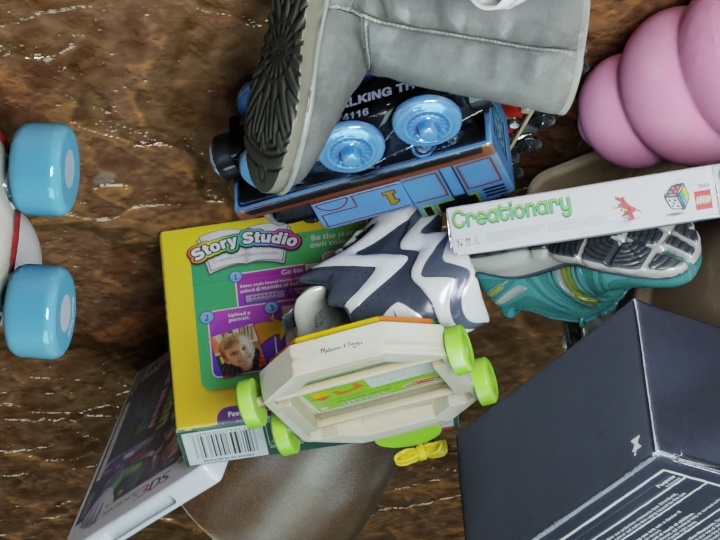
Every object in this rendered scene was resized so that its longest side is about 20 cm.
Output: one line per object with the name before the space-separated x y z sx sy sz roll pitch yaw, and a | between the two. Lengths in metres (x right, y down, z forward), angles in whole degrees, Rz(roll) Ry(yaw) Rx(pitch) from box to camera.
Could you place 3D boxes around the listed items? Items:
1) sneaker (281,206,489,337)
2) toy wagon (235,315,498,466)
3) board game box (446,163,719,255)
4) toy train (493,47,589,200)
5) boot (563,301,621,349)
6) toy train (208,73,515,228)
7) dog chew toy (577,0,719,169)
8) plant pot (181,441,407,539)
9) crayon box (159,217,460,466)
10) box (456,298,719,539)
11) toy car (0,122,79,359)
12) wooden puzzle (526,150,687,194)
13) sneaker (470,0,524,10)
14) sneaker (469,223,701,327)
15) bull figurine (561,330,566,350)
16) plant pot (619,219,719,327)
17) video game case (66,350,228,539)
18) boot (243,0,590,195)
sneaker | 0.000 0.000 1.667 0.129 0.199 0.080 -20 125 -5
toy wagon | 0.012 0.085 1.623 0.155 0.040 0.200 -15 157 12
board game box | 0.172 -0.042 1.567 0.200 0.035 0.126 -9 180 36
toy train | 0.105 -0.103 1.670 0.046 0.034 0.200 6 149 -14
boot | 0.255 0.063 1.789 0.200 0.182 0.073 -9 163 -20
toy train | 0.003 -0.083 1.609 0.200 0.087 0.114 -16 139 13
dog chew toy | 0.226 -0.123 1.582 0.200 0.125 0.124 -22 150 40
plant pot | -0.030 0.103 1.898 0.187 0.187 0.200 13 132 -34
crayon box | -0.038 0.041 1.752 0.200 0.173 0.058 -8 145 1
box | 0.200 0.134 1.593 0.198 0.123 0.200 17 141 -30
toy car | -0.268 -0.025 1.637 0.184 0.177 0.200 2 -178 8
wooden puzzle | 0.243 -0.068 1.779 0.200 0.037 0.185 -26 147 22
sneaker | 0.100 -0.188 1.441 0.200 0.100 0.075 5 148 -25
sneaker | 0.162 -0.003 1.706 0.200 0.078 0.080 -2 126 47
bull figurine | 0.247 0.038 1.891 0.200 0.065 0.121 -23 170 -11
plant pot | 0.299 0.022 1.682 0.200 0.201 0.175 -1 162 -13
video game case | -0.141 0.116 1.854 0.023 0.200 0.182 40 132 -20
boot | 0.038 -0.121 1.504 0.200 0.182 0.073 10 -170 -31
